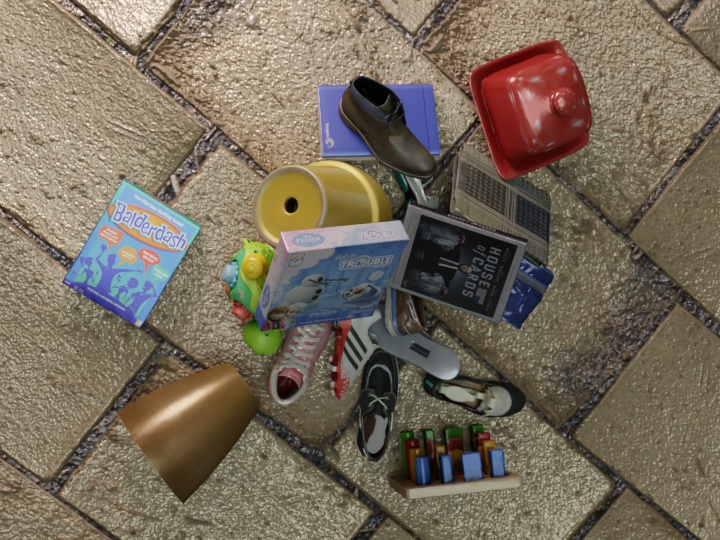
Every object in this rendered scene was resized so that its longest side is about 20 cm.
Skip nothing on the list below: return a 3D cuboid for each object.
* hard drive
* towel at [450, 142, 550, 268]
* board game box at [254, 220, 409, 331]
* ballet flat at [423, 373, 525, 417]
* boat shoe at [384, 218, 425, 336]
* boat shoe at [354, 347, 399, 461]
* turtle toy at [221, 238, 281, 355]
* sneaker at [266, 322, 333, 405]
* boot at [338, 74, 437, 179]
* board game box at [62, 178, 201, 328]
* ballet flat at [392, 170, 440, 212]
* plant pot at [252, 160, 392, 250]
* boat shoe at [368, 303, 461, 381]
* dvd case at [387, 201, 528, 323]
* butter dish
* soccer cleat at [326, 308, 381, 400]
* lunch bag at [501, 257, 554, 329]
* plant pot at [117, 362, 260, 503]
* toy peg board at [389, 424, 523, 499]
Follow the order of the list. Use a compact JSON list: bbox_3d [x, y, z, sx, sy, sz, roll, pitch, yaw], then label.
[{"bbox_3d":[0.029,-0.249,1.581,0.197,0.025,0.134,-2,71,-7],"label":"hard drive"},{"bbox_3d":[0.235,-0.109,1.588,0.199,0.194,0.035,30,132,-14],"label":"towel"},{"bbox_3d":[-0.047,0.011,1.449,0.198,0.044,0.200,-7,144,-25],"label":"board game box"},{"bbox_3d":[0.208,0.228,1.685,0.198,0.068,0.069,12,98,-10],"label":"ballet flat"},{"bbox_3d":[0.084,0.010,1.606,0.072,0.072,0.203,-5,84,28],"label":"boat shoe"},{"bbox_3d":[0.034,0.235,1.664,0.071,0.068,0.203,7,96,-7],"label":"boat shoe"},{"bbox_3d":[-0.170,0.044,1.580,0.100,0.146,0.202,-13,100,17],"label":"turtle toy"},{"bbox_3d":[-0.100,0.141,1.613,0.075,0.105,0.202,26,94,-9],"label":"sneaker"},{"bbox_3d":[0.046,-0.228,1.510,0.199,0.097,0.075,39,71,7],"label":"boot"},{"bbox_3d":[-0.380,-0.029,1.578,0.151,0.045,0.201,31,93,-11],"label":"board game box"},{"bbox_3d":[0.101,-0.134,1.620,0.069,0.069,0.202,-20,97,-4],"label":"ballet flat"},{"bbox_3d":[-0.072,-0.086,1.498,0.198,0.189,0.203,-3,82,22],"label":"plant pot"},{"bbox_3d":[0.089,0.128,1.654,0.198,0.066,0.072,28,81,10],"label":"boat shoe"},{"bbox_3d":[0.153,-0.012,1.518,0.198,0.025,0.152,19,117,6],"label":"dvd case"},{"bbox_3d":[0.308,-0.274,1.568,0.198,0.148,0.201,-23,99,-16],"label":"butter dish"},{"bbox_3d":[-0.010,0.143,1.617,0.084,0.069,0.202,-1,123,-11],"label":"soccer cleat"},{"bbox_3d":[0.223,-0.009,1.616,0.199,0.136,0.133,32,94,-10],"label":"lunch bag"},{"bbox_3d":[-0.272,0.252,1.581,0.199,0.186,0.187,-36,102,-13],"label":"plant pot"},{"bbox_3d":[0.157,0.327,1.638,0.197,0.199,0.099,-5,84,-7],"label":"toy peg board"}]
